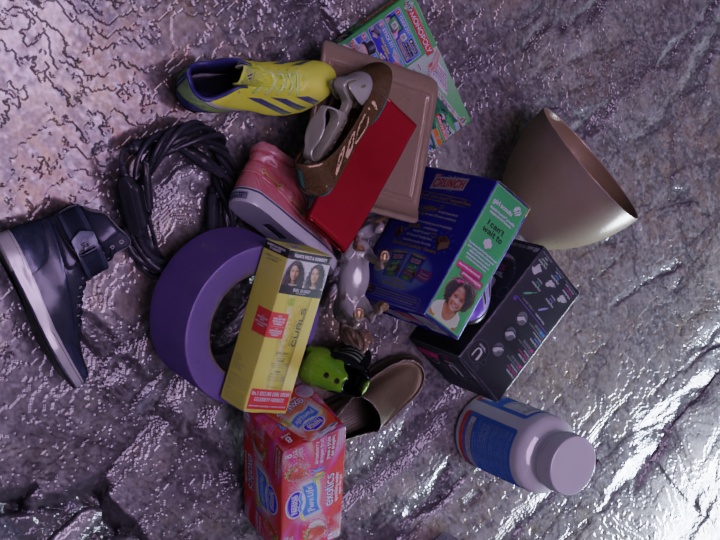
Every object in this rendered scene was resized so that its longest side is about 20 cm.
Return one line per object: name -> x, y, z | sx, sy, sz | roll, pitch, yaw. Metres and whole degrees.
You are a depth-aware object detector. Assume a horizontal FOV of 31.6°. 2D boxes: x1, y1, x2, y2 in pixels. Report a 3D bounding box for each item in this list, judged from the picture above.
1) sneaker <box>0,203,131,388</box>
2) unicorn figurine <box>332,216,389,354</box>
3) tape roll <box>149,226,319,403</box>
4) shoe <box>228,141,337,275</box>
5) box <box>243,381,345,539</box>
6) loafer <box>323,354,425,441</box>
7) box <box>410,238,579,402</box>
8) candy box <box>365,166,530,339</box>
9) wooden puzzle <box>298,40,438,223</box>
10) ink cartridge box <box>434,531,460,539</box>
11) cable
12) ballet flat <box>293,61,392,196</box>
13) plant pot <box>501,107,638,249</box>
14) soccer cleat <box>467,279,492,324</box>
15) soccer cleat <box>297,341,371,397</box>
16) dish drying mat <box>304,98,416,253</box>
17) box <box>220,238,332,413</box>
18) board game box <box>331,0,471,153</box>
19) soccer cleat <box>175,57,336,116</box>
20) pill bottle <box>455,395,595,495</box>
sneaker -> -0.318, 0.023, 1.473 | 0.145, 0.077, 0.204 | -27, 111, -23
unicorn figurine -> 0.000, 0.000, 1.633 | 0.073, 0.137, 0.202 | 22, 84, -15
tape roll -> -0.152, 0.054, 1.555 | 0.199, 0.085, 0.202 | -17, 117, -36
shoe -> -0.084, -0.076, 1.607 | 0.200, 0.071, 0.092 | 42, 58, -44
box -> -0.085, 0.255, 1.609 | 0.095, 0.100, 0.201 | -20, 133, -28
loafer -> 0.016, 0.183, 1.719 | 0.199, 0.067, 0.077 | -33, 114, -23
box -> 0.187, 0.063, 1.774 | 0.200, 0.122, 0.106 | -51, 121, -15
candy box -> 0.103, -0.028, 1.677 | 0.077, 0.169, 0.201 | 34, 80, -35
wooden puzzle -> 0.009, -0.174, 1.629 | 0.184, 0.037, 0.202 | 13, 80, -34
ink cartridge box -> 0.081, 0.478, 1.826 | 0.200, 0.044, 0.094 | -39, 115, -21
cable -> -0.215, -0.080, 1.542 | 0.163, 0.051, 0.202 | -31, 122, -34
ballet flat -> -0.025, -0.186, 1.540 | 0.201, 0.067, 0.072 | -59, 144, -16
plant pot -> 0.271, -0.107, 1.777 | 0.134, 0.201, 0.200 | -40, 123, 17
soccer cleat -> 0.153, -0.014, 1.716 | 0.074, 0.068, 0.201 | 98, 8, -46
soccer cleat -> -0.018, 0.132, 1.637 | 0.068, 0.081, 0.200 | -64, 162, 7
dish drying mat -> 0.001, -0.125, 1.588 | 0.077, 0.018, 0.201 | 40, 66, -27
box -> -0.100, 0.067, 1.514 | 0.075, 0.050, 0.202 | 11, 100, -46
board game box -> 0.055, -0.248, 1.691 | 0.134, 0.029, 0.201 | -38, 116, -22
soccer cleat -> -0.121, -0.223, 1.522 | 0.198, 0.084, 0.065 | -6, 77, -14
pill bottle -> 0.232, 0.248, 1.789 | 0.111, 0.199, 0.113 | -6, 102, -31
